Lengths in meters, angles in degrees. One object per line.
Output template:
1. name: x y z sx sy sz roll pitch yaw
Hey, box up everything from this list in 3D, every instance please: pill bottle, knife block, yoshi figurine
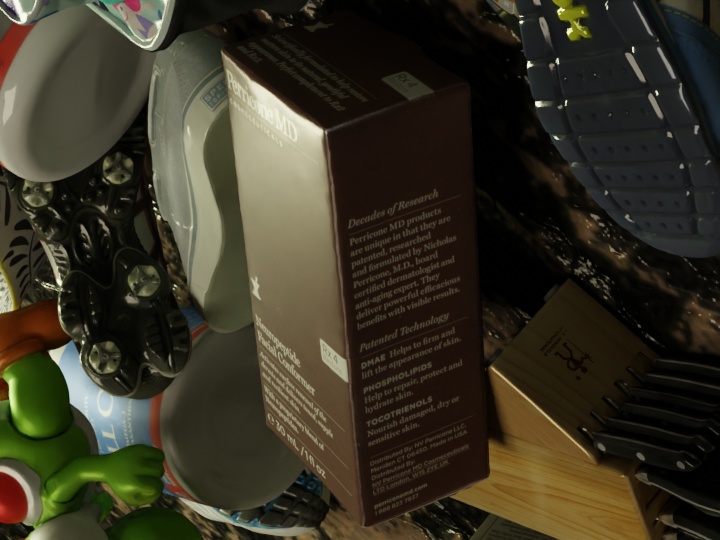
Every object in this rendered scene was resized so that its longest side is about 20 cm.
1. pill bottle: -0.203 -0.141 0.920 0.199 0.116 0.116 34 151 19
2. knife block: 0.127 0.098 0.850 0.175 0.064 0.200 43 153 7
3. pill bottle: -0.123 0.075 1.115 0.199 0.112 0.113 5 133 51
4. yoshi figurine: -0.147 0.120 1.019 0.112 0.112 0.201 28 -144 -63

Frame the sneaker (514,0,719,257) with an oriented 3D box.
1. sneaker: 0.090 -0.099 0.582 0.074 0.082 0.201 8 125 51

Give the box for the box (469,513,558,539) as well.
1. box: 0.072 0.204 0.924 0.095 0.200 0.078 10 137 48

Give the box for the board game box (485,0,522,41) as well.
1. board game box: 0.072 -0.123 0.668 0.200 0.023 0.105 47 151 -5

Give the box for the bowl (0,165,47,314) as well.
1. bowl: -0.226 -0.079 1.051 0.201 0.094 0.201 41 157 22

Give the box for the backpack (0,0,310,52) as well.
1. backpack: -0.099 -0.191 0.657 0.200 0.150 0.178 48 138 33

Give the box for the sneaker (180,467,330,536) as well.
1. sneaker: -0.074 0.134 1.189 0.199 0.075 0.087 20 153 52

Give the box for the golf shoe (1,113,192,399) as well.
1. golf shoe: -0.144 -0.026 0.987 0.088 0.077 0.202 114 142 -79

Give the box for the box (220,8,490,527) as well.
1. box: 0.000 0.000 0.807 0.100 0.074 0.201 40 141 51

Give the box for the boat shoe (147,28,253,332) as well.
1. boat shoe: -0.070 -0.047 0.935 0.072 0.070 0.201 51 158 28
